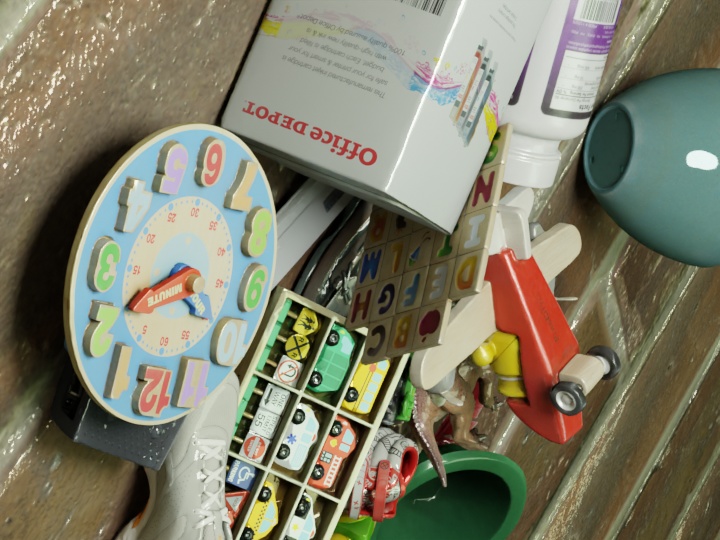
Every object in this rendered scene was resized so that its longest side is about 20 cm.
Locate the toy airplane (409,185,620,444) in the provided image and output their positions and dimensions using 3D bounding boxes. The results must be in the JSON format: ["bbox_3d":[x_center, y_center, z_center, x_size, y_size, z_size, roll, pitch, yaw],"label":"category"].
[{"bbox_3d":[0.113,0.031,1.612,0.199,0.140,0.201,22,64,-39],"label":"toy airplane"}]

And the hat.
[{"bbox_3d":[0.056,0.178,1.843,0.198,0.177,0.167,5,126,-32],"label":"hat"}]

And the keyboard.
[{"bbox_3d":[-0.024,-0.061,1.487,0.200,0.011,0.056,-49,150,-20],"label":"keyboard"}]

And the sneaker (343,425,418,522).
[{"bbox_3d":[-0.033,0.174,1.565,0.201,0.107,0.068,-31,136,-51],"label":"sneaker"}]

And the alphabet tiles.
[{"bbox_3d":[0.049,-0.030,1.446,0.006,0.166,0.202,24,67,-29],"label":"alphabet tiles"}]

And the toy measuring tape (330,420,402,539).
[{"bbox_3d":[-0.013,0.187,1.693,0.201,0.073,0.074,-69,166,-58],"label":"toy measuring tape"}]

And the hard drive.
[{"bbox_3d":[-0.138,0.030,1.330,0.202,0.042,0.135,-66,154,-5],"label":"hard drive"}]

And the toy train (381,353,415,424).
[{"bbox_3d":[0.045,0.033,1.651,0.056,0.041,0.202,39,62,-78],"label":"toy train"}]

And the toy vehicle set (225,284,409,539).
[{"bbox_3d":[-0.054,0.127,1.500,0.123,0.026,0.202,25,87,-25],"label":"toy vehicle set"}]

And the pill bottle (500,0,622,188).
[{"bbox_3d":[0.152,-0.178,1.643,0.111,0.111,0.202,-13,121,-59],"label":"pill bottle"}]

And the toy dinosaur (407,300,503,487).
[{"bbox_3d":[0.076,0.085,1.707,0.136,0.085,0.201,77,31,-48],"label":"toy dinosaur"}]

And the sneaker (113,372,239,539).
[{"bbox_3d":[-0.117,0.169,1.403,0.075,0.092,0.202,10,100,-42],"label":"sneaker"}]

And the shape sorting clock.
[{"bbox_3d":[-0.118,0.004,1.262,0.199,0.039,0.202,-29,129,-44],"label":"shape sorting clock"}]

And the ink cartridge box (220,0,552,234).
[{"bbox_3d":[0.021,-0.151,1.377,0.202,0.144,0.144,-66,155,-2],"label":"ink cartridge box"}]

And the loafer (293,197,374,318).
[{"bbox_3d":[0.000,0.000,1.545,0.201,0.062,0.072,-63,152,-10],"label":"loafer"}]

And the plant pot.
[{"bbox_3d":[0.302,-0.111,1.930,0.134,0.200,0.202,8,106,-26],"label":"plant pot"}]
